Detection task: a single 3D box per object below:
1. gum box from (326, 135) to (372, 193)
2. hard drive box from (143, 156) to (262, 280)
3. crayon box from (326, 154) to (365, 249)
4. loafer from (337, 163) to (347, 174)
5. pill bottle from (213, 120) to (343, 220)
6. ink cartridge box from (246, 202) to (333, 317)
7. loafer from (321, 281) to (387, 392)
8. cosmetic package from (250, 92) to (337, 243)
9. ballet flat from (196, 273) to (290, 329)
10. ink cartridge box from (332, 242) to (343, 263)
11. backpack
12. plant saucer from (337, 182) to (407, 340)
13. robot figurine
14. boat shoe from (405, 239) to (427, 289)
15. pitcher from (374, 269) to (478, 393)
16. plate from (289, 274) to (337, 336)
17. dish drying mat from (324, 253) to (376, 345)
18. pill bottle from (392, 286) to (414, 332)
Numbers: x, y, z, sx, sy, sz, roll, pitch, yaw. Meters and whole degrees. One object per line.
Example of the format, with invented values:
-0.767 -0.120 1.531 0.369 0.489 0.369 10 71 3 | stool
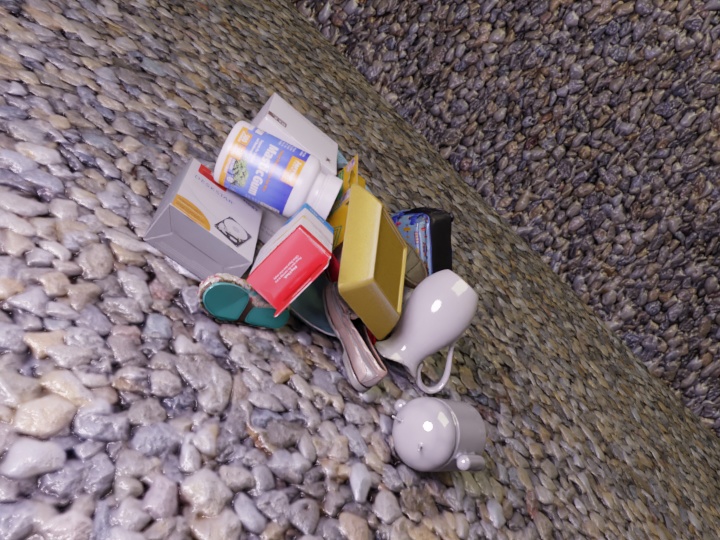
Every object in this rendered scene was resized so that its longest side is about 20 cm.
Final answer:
-0.080 -0.152 1.567 0.044 0.170 0.201 9 40 -56 | gum box
-0.247 -0.076 1.235 0.155 0.077 0.201 37 21 -20 | hard drive box
-0.052 -0.098 1.372 0.051 0.200 0.127 33 32 -24 | crayon box
-0.071 -0.113 1.472 0.071 0.201 0.063 7 40 -39 | loafer
-0.133 -0.156 1.271 0.198 0.113 0.112 25 22 -3 | pill bottle
-0.103 -0.020 1.154 0.067 0.116 0.200 43 12 -12 | ink cartridge box
-0.006 0.104 1.301 0.072 0.063 0.202 17 48 -54 | loafer
-0.163 -0.188 1.435 0.164 0.200 0.166 37 21 -18 | cosmetic package
-0.183 0.042 1.146 0.064 0.076 0.199 45 8 34 | ballet flat
0.000 0.000 1.429 0.050 0.109 0.202 -9 68 -33 | ink cartridge box
0.101 -0.049 1.699 0.198 0.186 0.134 6 11 44 | backpack
0.031 -0.013 1.272 0.200 0.048 0.203 52 39 -54 | plant saucer
0.126 0.263 1.226 0.169 0.114 0.199 33 10 38 | robot figurine
0.044 -0.036 1.476 0.200 0.068 0.072 45 52 -2 | boat shoe
0.141 0.116 1.425 0.171 0.200 0.121 43 -4 -23 | pitcher
-0.095 0.047 1.358 0.199 0.026 0.201 37 22 -18 | plate
-0.024 0.041 1.390 0.201 0.018 0.077 58 -20 33 | dish drying mat
0.047 0.028 1.541 0.201 0.112 0.112 53 22 24 | pill bottle
